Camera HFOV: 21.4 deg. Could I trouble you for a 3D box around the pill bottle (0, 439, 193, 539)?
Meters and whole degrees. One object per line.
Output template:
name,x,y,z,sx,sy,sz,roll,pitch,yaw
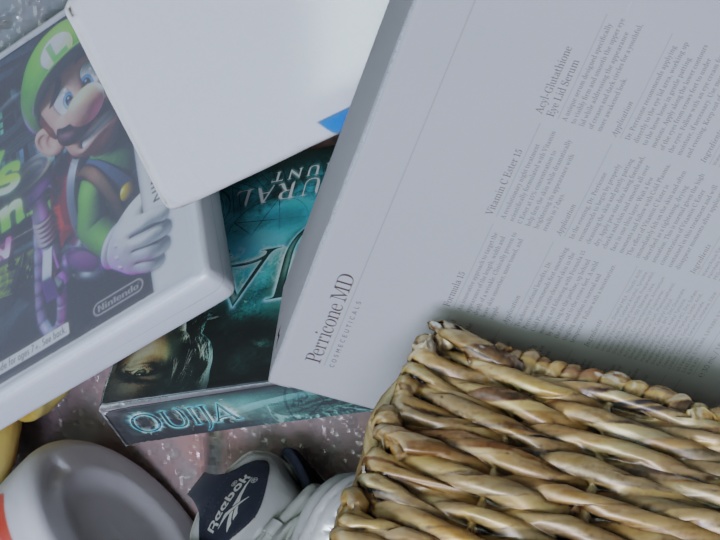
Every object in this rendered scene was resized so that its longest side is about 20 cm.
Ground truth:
pill bottle,-0.166,0.180,0.869,0.112,0.111,0.200,48,112,8

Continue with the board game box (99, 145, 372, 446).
board game box,0.000,0.000,0.770,0.199,0.136,0.028,-10,133,22

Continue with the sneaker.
sneaker,-0.031,0.115,0.786,0.129,0.199,0.080,38,74,25

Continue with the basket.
basket,0.084,0.133,0.594,0.199,0.143,0.149,16,143,9

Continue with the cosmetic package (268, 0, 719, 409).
cosmetic package,0.068,-0.025,0.597,0.150,0.052,0.201,14,134,-9

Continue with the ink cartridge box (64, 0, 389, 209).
ink cartridge box,0.005,-0.108,0.705,0.145,0.200,0.085,-24,97,23

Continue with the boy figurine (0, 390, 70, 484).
boy figurine,-0.200,0.068,0.876,0.199,0.064,0.125,-24,56,28

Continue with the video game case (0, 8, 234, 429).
video game case,-0.148,-0.022,0.823,0.199,0.023,0.183,-30,51,23
